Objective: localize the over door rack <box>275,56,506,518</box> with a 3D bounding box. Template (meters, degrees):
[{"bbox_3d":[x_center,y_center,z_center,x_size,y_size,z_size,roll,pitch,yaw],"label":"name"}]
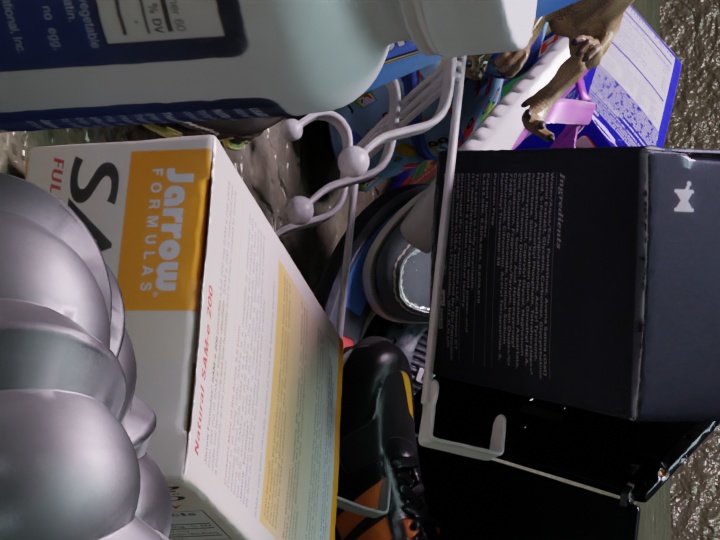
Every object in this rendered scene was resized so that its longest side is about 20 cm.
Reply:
[{"bbox_3d":[0.000,0.000,0.896,0.148,0.066,0.201,141,-53,-65],"label":"over door rack"}]

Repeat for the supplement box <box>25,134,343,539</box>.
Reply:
[{"bbox_3d":[-0.065,0.049,0.760,0.200,0.073,0.126,62,29,-63],"label":"supplement box"}]

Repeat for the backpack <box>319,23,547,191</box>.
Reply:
[{"bbox_3d":[0.036,-0.147,1.079,0.183,0.134,0.200,-67,154,-57],"label":"backpack"}]

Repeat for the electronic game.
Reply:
[{"bbox_3d":[0.029,0.053,1.083,0.200,0.042,0.201,-13,106,-54],"label":"electronic game"}]

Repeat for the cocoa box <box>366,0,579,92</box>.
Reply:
[{"bbox_3d":[-0.002,-0.193,0.804,0.131,0.133,0.200,68,-1,-54],"label":"cocoa box"}]

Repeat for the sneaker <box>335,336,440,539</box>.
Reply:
[{"bbox_3d":[0.021,0.135,0.984,0.070,0.090,0.201,0,98,-57],"label":"sneaker"}]

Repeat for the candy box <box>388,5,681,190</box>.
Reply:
[{"bbox_3d":[0.102,-0.072,1.226,0.077,0.169,0.200,49,26,-12],"label":"candy box"}]

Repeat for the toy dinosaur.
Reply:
[{"bbox_3d":[0.095,-0.113,0.896,0.058,0.101,0.200,44,-4,-11],"label":"toy dinosaur"}]

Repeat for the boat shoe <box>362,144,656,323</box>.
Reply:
[{"bbox_3d":[0.095,-0.021,1.044,0.062,0.200,0.073,12,-63,60],"label":"boat shoe"}]

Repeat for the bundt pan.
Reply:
[{"bbox_3d":[-0.089,0.063,0.532,0.202,0.076,0.202,166,-90,-85],"label":"bundt pan"}]

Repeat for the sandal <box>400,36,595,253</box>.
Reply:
[{"bbox_3d":[0.082,-0.060,1.002,0.203,0.050,0.082,-47,178,-43],"label":"sandal"}]

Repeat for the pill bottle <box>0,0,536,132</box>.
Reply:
[{"bbox_3d":[-0.053,-0.099,0.581,0.111,0.199,0.111,-2,90,-76],"label":"pill bottle"}]

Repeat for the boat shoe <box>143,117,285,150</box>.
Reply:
[{"bbox_3d":[-0.062,-0.078,0.810,0.072,0.061,0.201,53,15,3],"label":"boat shoe"}]

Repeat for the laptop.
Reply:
[{"bbox_3d":[0.106,0.112,1.008,0.200,0.177,0.103,-42,123,-28],"label":"laptop"}]

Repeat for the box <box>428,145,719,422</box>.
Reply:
[{"bbox_3d":[0.133,0.002,0.844,0.200,0.148,0.105,-172,-96,-70],"label":"box"}]
